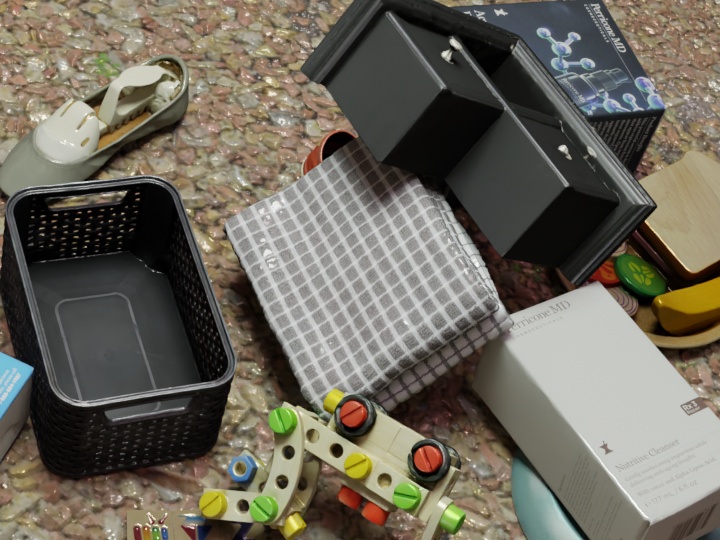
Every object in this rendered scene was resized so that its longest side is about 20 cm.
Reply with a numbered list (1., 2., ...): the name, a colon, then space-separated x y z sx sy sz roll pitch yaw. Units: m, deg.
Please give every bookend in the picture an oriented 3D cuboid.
1. bookend: 0.089 -0.100 1.142 0.199 0.092 0.199 9 40 -50

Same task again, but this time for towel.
1. towel: 0.000 0.000 1.166 0.165 0.086 0.201 -36 60 11

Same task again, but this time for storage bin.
1. storage bin: -0.183 0.038 1.132 0.134 0.094 0.201 -8 53 -22

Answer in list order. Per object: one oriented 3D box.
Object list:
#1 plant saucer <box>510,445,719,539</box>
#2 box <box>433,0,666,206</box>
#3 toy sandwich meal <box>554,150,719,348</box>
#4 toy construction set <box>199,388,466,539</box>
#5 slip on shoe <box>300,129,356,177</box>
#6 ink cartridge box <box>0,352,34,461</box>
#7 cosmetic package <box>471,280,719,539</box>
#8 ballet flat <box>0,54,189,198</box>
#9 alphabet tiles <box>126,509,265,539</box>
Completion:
1. plant saucer: 0.214 0.173 1.183 0.198 0.028 0.201 9 48 -10
2. box: 0.147 -0.153 1.383 0.198 0.107 0.149 -7 53 -23
3. toy sandwich meal: 0.263 -0.021 1.330 0.203 0.071 0.206 9 49 -10
4. toy construction set: -0.001 0.161 1.066 0.199 0.092 0.132 30 88 6
5. slip on shoe: 0.008 -0.035 1.273 0.073 0.061 0.201 -11 57 -27
6. ink cartridge box: -0.342 0.085 1.060 0.199 0.068 0.116 25 49 4
7. cosmetic package: 0.186 0.114 1.148 0.112 0.082 0.200 -21 56 -27
8. ballet flat: -0.221 -0.126 1.277 0.067 0.064 0.200 40 52 18
9. alphabet tiles: -0.106 0.251 1.035 0.165 0.006 0.201 3 50 -15
